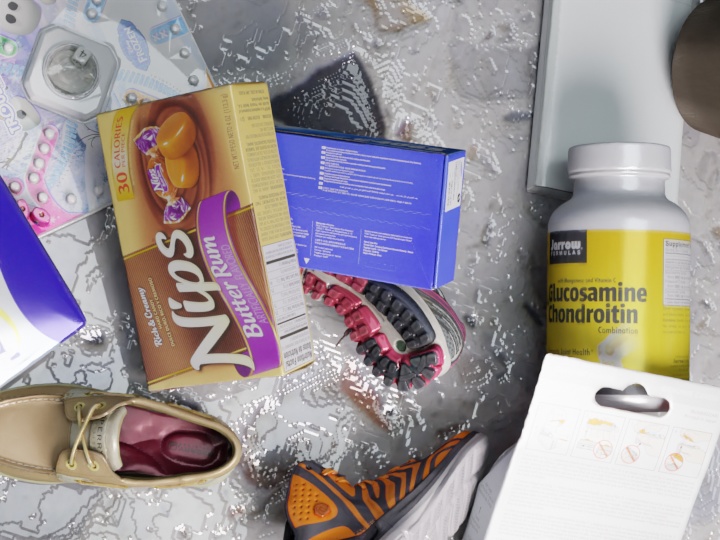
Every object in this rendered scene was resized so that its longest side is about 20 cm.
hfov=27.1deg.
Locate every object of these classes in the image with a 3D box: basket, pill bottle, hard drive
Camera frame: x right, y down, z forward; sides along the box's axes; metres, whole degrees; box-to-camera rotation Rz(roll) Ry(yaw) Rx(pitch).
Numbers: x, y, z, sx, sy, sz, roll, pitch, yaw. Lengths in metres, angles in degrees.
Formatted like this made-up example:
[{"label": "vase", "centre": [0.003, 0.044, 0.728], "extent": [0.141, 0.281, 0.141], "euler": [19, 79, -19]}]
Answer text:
[{"label": "basket", "centre": [0.359, -0.154, 1.190], "extent": [0.135, 0.199, 0.183], "euler": [-2, 101, -41]}, {"label": "pill bottle", "centre": [0.200, 0.006, 1.160], "extent": [0.110, 0.112, 0.203], "euler": [1, 87, -18]}, {"label": "hard drive", "centre": [0.209, -0.154, 1.246], "extent": [0.130, 0.026, 0.203], "euler": [10, 78, -17]}]

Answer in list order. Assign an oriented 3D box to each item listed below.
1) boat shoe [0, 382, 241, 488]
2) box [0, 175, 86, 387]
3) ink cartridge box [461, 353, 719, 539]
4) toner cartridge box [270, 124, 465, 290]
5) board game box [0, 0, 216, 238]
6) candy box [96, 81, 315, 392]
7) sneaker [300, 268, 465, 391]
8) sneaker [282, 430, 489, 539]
[{"label": "boat shoe", "centre": [-0.178, 0.115, 1.048], "extent": [0.197, 0.066, 0.075], "euler": [4, 80, -18]}, {"label": "box", "centre": [-0.315, 0.008, 0.974], "extent": [0.199, 0.105, 0.185], "euler": [-37, 112, -21]}, {"label": "ink cartridge box", "centre": [0.172, 0.160, 1.126], "extent": [0.160, 0.050, 0.203], "euler": [11, 104, -16]}, {"label": "toner cartridge box", "centre": [-0.027, -0.050, 1.065], "extent": [0.197, 0.043, 0.096], "euler": [10, 101, 22]}, {"label": "board game box", "centre": [-0.212, -0.147, 1.101], "extent": [0.198, 0.026, 0.202], "euler": [-26, 91, -21]}, {"label": "candy box", "centre": [-0.109, -0.022, 1.052], "extent": [0.056, 0.115, 0.203], "euler": [-16, 98, -64]}, {"label": "sneaker", "centre": [0.000, 0.000, 1.131], "extent": [0.201, 0.080, 0.074], "euler": [54, 33, 7]}, {"label": "sneaker", "centre": [0.011, 0.162, 1.099], "extent": [0.111, 0.079, 0.200], "euler": [23, 35, 25]}]
